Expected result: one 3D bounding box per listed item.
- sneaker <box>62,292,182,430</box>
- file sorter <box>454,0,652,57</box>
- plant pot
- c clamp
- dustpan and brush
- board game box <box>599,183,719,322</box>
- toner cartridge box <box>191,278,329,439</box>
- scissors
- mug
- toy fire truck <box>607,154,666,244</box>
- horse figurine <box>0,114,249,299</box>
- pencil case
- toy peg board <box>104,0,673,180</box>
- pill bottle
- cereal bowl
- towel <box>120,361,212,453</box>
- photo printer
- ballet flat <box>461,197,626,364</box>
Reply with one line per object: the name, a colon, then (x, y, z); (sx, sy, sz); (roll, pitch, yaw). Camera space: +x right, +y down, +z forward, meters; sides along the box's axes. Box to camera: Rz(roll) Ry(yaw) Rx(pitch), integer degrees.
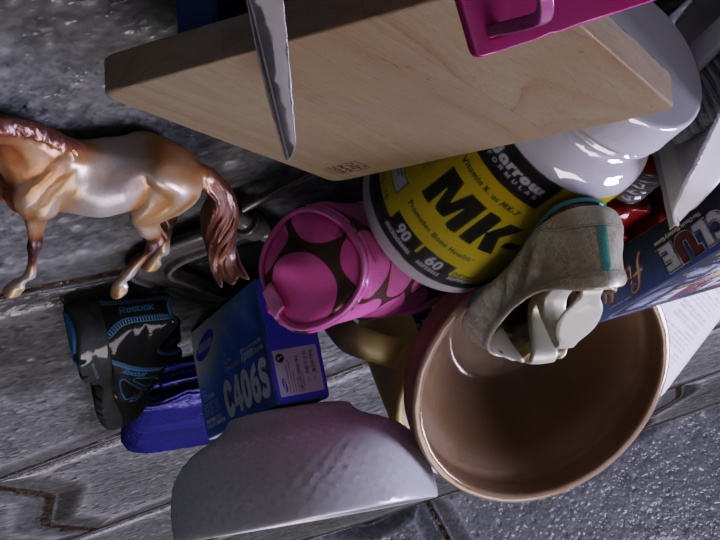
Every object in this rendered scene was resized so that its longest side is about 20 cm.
sneaker: (-0.175, 0.073, 1.001); (0.081, 0.074, 0.200); (-14, 163, -9)
file sorter: (0.118, -0.163, 0.392); (0.199, 0.140, 0.125); (-18, -170, -1)
plant pot: (0.117, 0.062, 0.943); (0.200, 0.093, 0.202); (-8, 117, -17)
c clamp: (-0.076, -0.011, 0.923); (0.170, 0.027, 0.200); (-20, 164, 9)
dustpan and brush: (0.214, -0.138, 0.728); (0.057, 0.140, 0.200); (28, 125, -18)
board game box: (0.251, -0.024, 0.833); (0.199, 0.035, 0.135); (-13, 163, -38)
toner cartridge box: (-0.084, 0.073, 1.012); (0.043, 0.096, 0.200); (-5, 167, -23)
scissors: (-0.044, -0.124, 0.464); (0.073, 0.014, 0.201); (-4, 131, -19)
mug: (0.062, 0.054, 1.067); (0.149, 0.153, 0.187); (-34, 126, -3)
toy fire truck: (0.199, -0.066, 0.911); (0.199, 0.129, 0.176); (2, 157, -22)
horse figurine: (-0.146, -0.036, 0.714); (0.199, 0.050, 0.133); (3, 137, -32)
pencil case: (0.000, 0.000, 0.884); (0.093, 0.091, 0.200); (-28, 169, 20)
toy peg board: (0.019, -0.124, 0.601); (0.198, 0.098, 0.200); (-10, 167, 28)
pill bottle: (0.097, -0.075, 0.758); (0.114, 0.115, 0.200); (-6, 159, -36)
cereal bowl: (-0.046, 0.147, 0.955); (0.199, 0.084, 0.200); (-9, 169, -2)
towel: (-0.159, 0.128, 1.251); (0.147, 0.050, 0.200); (-6, 161, -16)
photo printer: (0.268, 0.032, 1.165); (0.200, 0.069, 0.166); (-54, 145, 3)
ballet flat: (0.106, 0.025, 0.770); (0.067, 0.063, 0.200); (-7, 158, -11)
